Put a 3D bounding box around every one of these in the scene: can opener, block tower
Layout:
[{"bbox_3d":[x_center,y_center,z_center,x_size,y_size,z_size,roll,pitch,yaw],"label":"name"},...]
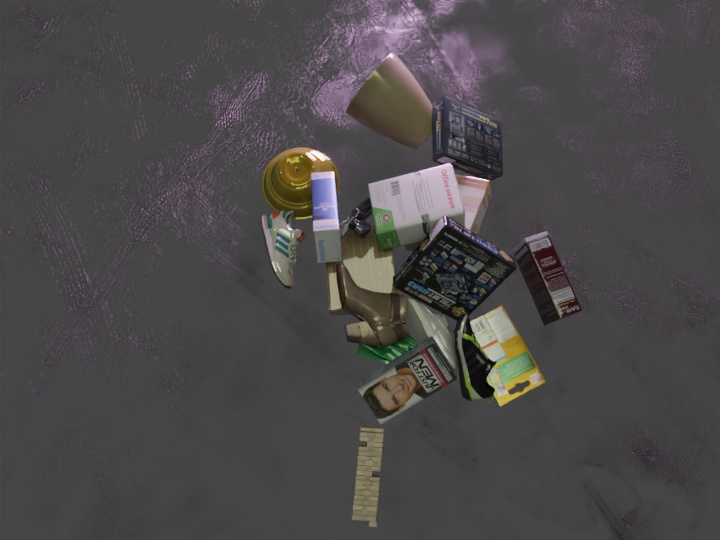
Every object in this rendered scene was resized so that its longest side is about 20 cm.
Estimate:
[{"bbox_3d":[0.001,-0.120,1.284,0.066,0.200,0.053,32,117,0],"label":"can opener"},{"bbox_3d":[0.016,0.449,1.190,0.058,0.054,0.200,4,74,2],"label":"block tower"}]

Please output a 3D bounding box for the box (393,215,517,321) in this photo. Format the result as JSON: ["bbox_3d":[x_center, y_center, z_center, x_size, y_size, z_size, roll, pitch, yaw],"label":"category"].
[{"bbox_3d":[0.209,0.004,1.219,0.200,0.199,0.050,28,33,-15],"label":"box"}]

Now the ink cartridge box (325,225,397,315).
[{"bbox_3d":[0.000,0.000,1.301,0.165,0.075,0.200,-5,75,0],"label":"ink cartridge box"}]

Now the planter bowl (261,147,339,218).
[{"bbox_3d":[-0.154,-0.237,1.361,0.200,0.083,0.201,0,75,0],"label":"planter bowl"}]

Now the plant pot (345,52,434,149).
[{"bbox_3d":[0.099,-0.408,1.374,0.200,0.187,0.187,40,78,-5],"label":"plant pot"}]

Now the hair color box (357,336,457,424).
[{"bbox_3d":[0.103,0.244,1.206,0.200,0.061,0.099,-33,94,7],"label":"hair color box"}]

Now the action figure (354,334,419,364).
[{"bbox_3d":[0.098,0.192,1.260,0.200,0.055,0.118,28,75,4],"label":"action figure"}]

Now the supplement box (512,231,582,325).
[{"bbox_3d":[0.437,0.021,1.279,0.061,0.109,0.200,-18,76,-5],"label":"supplement box"}]

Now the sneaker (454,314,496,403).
[{"bbox_3d":[0.260,0.193,1.202,0.083,0.072,0.200,-6,95,19],"label":"sneaker"}]

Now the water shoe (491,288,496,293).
[{"bbox_3d":[0.232,0.021,1.294,0.200,0.079,0.072,8,75,2],"label":"water shoe"}]

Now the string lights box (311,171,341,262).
[{"bbox_3d":[-0.080,-0.125,1.249,0.059,0.103,0.200,-5,48,-2],"label":"string lights box"}]

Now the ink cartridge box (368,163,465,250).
[{"bbox_3d":[0.129,-0.145,1.244,0.200,0.084,0.146,-12,60,8],"label":"ink cartridge box"}]

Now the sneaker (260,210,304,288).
[{"bbox_3d":[-0.177,-0.058,1.318,0.093,0.070,0.200,-18,73,1],"label":"sneaker"}]

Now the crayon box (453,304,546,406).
[{"bbox_3d":[0.320,0.198,1.260,0.126,0.052,0.200,-26,76,-6],"label":"crayon box"}]

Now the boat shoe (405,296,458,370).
[{"bbox_3d":[0.177,0.139,1.269,0.068,0.072,0.200,-30,75,-21],"label":"boat shoe"}]

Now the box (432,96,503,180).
[{"bbox_3d":[0.269,-0.326,1.355,0.200,0.051,0.158,11,74,-32],"label":"box"}]

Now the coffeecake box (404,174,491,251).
[{"bbox_3d":[0.210,-0.132,1.307,0.153,0.073,0.200,16,68,25],"label":"coffeecake box"}]

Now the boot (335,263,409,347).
[{"bbox_3d":[0.030,0.073,1.216,0.146,0.070,0.200,-9,91,-8],"label":"boot"}]
